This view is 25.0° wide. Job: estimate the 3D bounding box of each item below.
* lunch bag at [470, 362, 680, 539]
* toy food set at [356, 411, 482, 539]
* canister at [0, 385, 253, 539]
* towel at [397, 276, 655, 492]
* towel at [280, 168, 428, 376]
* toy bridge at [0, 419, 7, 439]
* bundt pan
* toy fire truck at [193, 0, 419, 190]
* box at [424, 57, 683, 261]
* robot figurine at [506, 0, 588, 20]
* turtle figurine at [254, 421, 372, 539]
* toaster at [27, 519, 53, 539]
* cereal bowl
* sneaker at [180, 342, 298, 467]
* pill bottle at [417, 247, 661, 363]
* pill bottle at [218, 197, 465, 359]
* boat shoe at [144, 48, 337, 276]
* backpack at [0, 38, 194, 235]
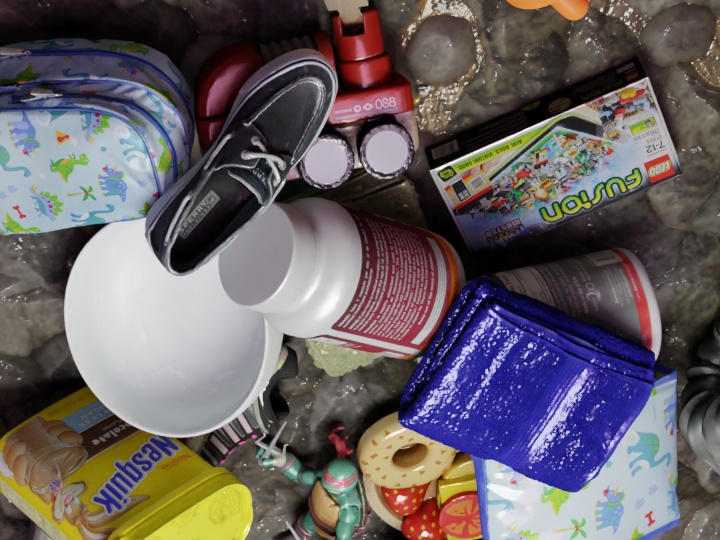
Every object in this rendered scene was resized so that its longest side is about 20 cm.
[{"bbox_3d":[0.188,0.179,1.500,0.199,0.127,0.171,-21,115,-30],"label":"lunch bag"},{"bbox_3d":[0.100,0.198,1.600,0.197,0.049,0.201,-11,126,1],"label":"toy food set"},{"bbox_3d":[-0.215,0.195,1.441,0.148,0.200,0.087,-31,135,-33],"label":"canister"},{"bbox_3d":[0.144,0.102,1.364,0.199,0.050,0.148,23,102,-26],"label":"towel"},{"bbox_3d":[0.000,0.000,1.452,0.148,0.037,0.201,-20,125,6],"label":"towel"},{"bbox_3d":[-0.429,0.163,1.521,0.199,0.027,0.067,-20,125,7],"label":"toy bridge"},{"bbox_3d":[0.360,0.096,1.474,0.076,0.202,0.202,29,118,-12],"label":"bundt pan"},{"bbox_3d":[-0.049,-0.165,1.290,0.175,0.129,0.201,-10,107,-6],"label":"toy fire truck"},{"bbox_3d":[0.168,-0.094,1.405,0.199,0.035,0.110,-23,125,10],"label":"box"},{"bbox_3d":[0.115,-0.275,1.217,0.200,0.117,0.143,40,150,-29],"label":"robot figurine"},{"bbox_3d":[-0.038,0.236,1.563,0.100,0.150,0.201,-12,138,-16],"label":"turtle figurine"},{"bbox_3d":[-0.234,0.267,1.572,0.199,0.114,0.130,12,127,-18],"label":"toaster"},{"bbox_3d":[-0.151,0.038,1.406,0.199,0.083,0.201,6,105,22],"label":"cereal bowl"},{"bbox_3d":[-0.114,0.137,1.513,0.087,0.074,0.201,18,117,-12],"label":"sneaker"},{"bbox_3d":[0.154,0.053,1.441,0.199,0.114,0.114,-12,127,-13],"label":"pill bottle"},{"bbox_3d":[-0.015,0.004,1.323,0.199,0.113,0.113,15,126,-47],"label":"pill bottle"},{"bbox_3d":[-0.085,-0.079,1.225,0.200,0.068,0.072,-46,118,3],"label":"boat shoe"},{"bbox_3d":[-0.229,-0.106,1.287,0.199,0.154,0.164,-11,124,-7],"label":"backpack"}]
